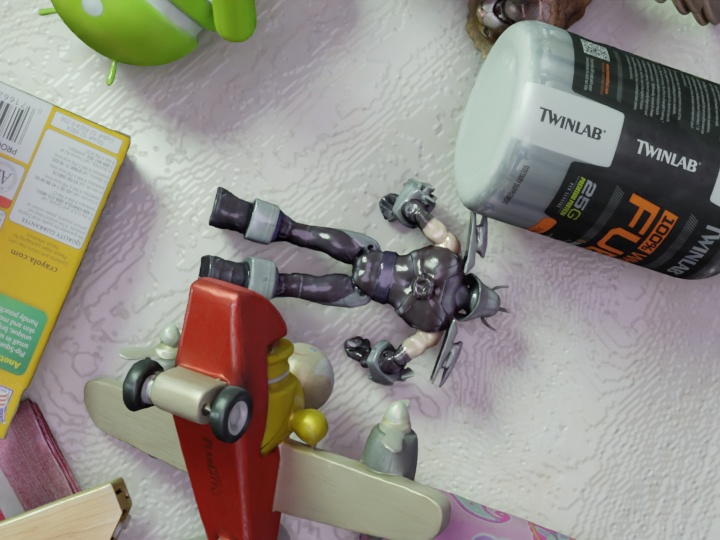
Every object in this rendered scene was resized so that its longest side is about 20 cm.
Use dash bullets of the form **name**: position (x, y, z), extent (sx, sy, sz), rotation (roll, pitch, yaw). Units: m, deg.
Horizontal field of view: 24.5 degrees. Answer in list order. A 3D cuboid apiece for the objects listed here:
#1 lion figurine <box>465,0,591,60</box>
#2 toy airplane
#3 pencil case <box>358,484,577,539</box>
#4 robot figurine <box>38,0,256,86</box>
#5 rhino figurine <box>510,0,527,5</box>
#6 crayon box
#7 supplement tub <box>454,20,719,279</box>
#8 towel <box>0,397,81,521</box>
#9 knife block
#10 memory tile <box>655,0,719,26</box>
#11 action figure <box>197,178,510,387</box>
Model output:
- **lion figurine**: position (0.122, -0.236, 1.057), extent (0.072, 0.122, 0.201), rotation (21, 66, -42)
- **toy airplane**: position (-0.059, 0.105, 0.991), extent (0.200, 0.199, 0.141), rotation (46, 48, -4)
- **pencil case**: position (0.090, 0.197, 1.031), extent (0.199, 0.087, 0.088), rotation (19, 86, -2)
- **robot figurine**: position (-0.112, -0.211, 1.012), extent (0.200, 0.116, 0.175), rotation (-49, 61, 5)
- **rhino figurine**: position (0.039, -0.215, 1.009), extent (0.087, 0.199, 0.060), rotation (41, 73, -42)
- **crayon box**: position (-0.237, -0.012, 1.016), extent (0.125, 0.052, 0.201), rotation (23, 79, -12)
- **supplement tub**: position (0.167, -0.068, 1.017), extent (0.199, 0.122, 0.123), rotation (16, 86, -12)
- **towel**: position (-0.261, 0.189, 1.037), extent (0.199, 0.023, 0.145), rotation (-28, 88, -4)
- **knife block**: position (-0.253, 0.188, 0.995), extent (0.175, 0.064, 0.201), rotation (25, 86, -1)
- **memory tile**: position (0.190, -0.257, 1.030), extent (0.017, 0.153, 0.201), rotation (-7, 87, 26)
- **action figure**: position (0.000, 0.000, 1.042), extent (0.199, 0.069, 0.131), rotation (13, 79, -7)
